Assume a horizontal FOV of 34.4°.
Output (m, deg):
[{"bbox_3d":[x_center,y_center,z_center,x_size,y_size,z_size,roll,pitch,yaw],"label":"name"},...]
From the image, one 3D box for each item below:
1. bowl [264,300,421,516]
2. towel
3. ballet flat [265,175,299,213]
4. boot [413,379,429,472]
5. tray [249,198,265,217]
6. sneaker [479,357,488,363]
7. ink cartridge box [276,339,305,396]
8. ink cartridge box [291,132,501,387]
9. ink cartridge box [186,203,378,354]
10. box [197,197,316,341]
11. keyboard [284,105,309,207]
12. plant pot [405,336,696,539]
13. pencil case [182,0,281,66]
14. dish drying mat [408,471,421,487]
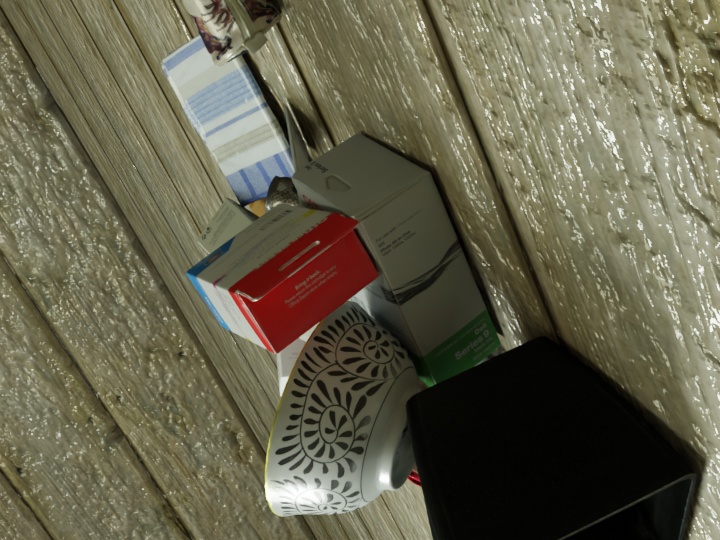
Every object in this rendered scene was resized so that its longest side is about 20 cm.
[{"bbox_3d":[0.003,0.137,1.029,0.093,0.202,0.202,17,150,20],"label":"bowl"},{"bbox_3d":[-0.145,-0.176,1.329,0.146,0.024,0.201,-16,106,53],"label":"towel"},{"bbox_3d":[-0.061,-0.061,1.287,0.046,0.068,0.200,13,171,10],"label":"ballet flat"},{"bbox_3d":[0.051,0.150,1.193,0.201,0.070,0.146,54,175,21],"label":"boot"},{"bbox_3d":[-0.123,-0.117,1.456,0.099,0.037,0.200,55,165,1],"label":"tray"},{"bbox_3d":[0.115,0.131,1.187,0.200,0.074,0.088,128,125,-73],"label":"sneaker"},{"bbox_3d":[-0.079,0.094,1.531,0.117,0.066,0.203,101,163,-71],"label":"ink cartridge box"},{"bbox_3d":[0.033,-0.009,1.075,0.146,0.084,0.201,36,156,55],"label":"ink cartridge box"},{"bbox_3d":[-0.065,0.005,1.013,0.068,0.116,0.200,58,164,-18],"label":"ink cartridge box"},{"bbox_3d":[-0.102,0.000,1.354,0.082,0.069,0.200,33,-173,-47],"label":"box"},{"bbox_3d":[-0.057,-0.094,1.178,0.201,0.011,0.057,-102,-5,-51],"label":"keyboard"},{"bbox_3d":[0.137,0.178,0.964,0.201,0.198,0.178,76,168,-55],"label":"plant pot"},{"bbox_3d":[-0.149,-0.288,1.073,0.201,0.077,0.089,59,180,-11],"label":"pencil case"},{"bbox_3d":[0.064,0.218,1.290,0.077,0.018,0.200,49,-178,27],"label":"dish drying mat"}]
